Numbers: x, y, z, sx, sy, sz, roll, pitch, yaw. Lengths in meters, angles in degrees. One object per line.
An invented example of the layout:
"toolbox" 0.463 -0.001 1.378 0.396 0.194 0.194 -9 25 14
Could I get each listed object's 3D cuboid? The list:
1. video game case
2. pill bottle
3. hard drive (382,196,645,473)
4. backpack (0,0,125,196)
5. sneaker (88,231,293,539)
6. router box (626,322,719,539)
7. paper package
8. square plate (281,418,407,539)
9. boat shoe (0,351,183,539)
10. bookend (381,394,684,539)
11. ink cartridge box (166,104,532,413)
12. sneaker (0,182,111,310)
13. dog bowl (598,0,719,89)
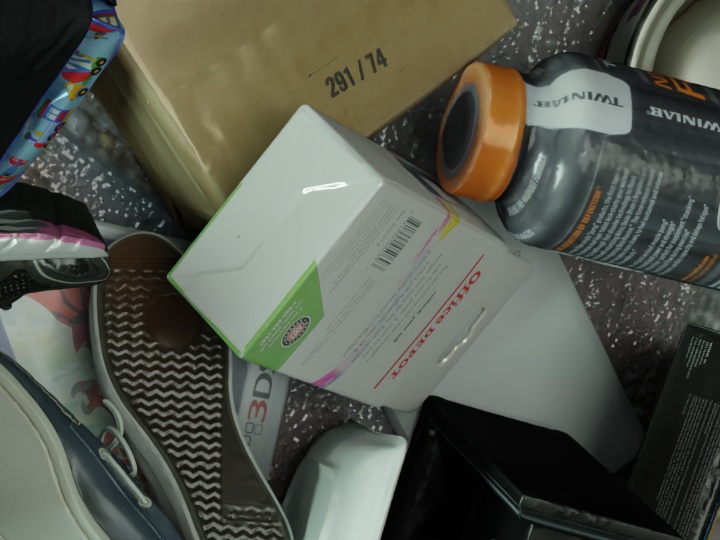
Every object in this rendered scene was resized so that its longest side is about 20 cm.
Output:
"video game case" -0.135 0.068 1.376 0.199 0.023 0.183 13 89 -24
"pill bottle" 0.143 -0.054 1.367 0.199 0.106 0.107 13 90 -18
"hard drive" 0.070 0.049 1.463 0.132 0.027 0.201 -32 106 -18
"backpack" -0.233 -0.141 1.236 0.134 0.183 0.200 -13 59 -49
"sneaker" -0.098 0.082 1.352 0.072 0.085 0.201 -16 80 -18
"router box" 0.175 0.136 1.452 0.051 0.149 0.201 20 87 11
"paper package" -0.053 -0.147 1.349 0.200 0.103 0.191 -39 110 -17
"square plate" -0.033 0.174 1.341 0.028 0.198 0.201 19 87 -8
"boat shoe" -0.139 0.117 1.295 0.200 0.075 0.062 49 35 10
"bookend" 0.068 0.193 1.362 0.092 0.199 0.201 16 98 -15
"ink cartridge box" 0.000 0.000 1.343 0.117 0.067 0.200 -50 152 7
"sneaker" -0.224 0.009 1.301 0.199 0.080 0.087 -3 113 -1
"dog bowl" 0.222 -0.097 1.492 0.199 0.074 0.201 -3 97 -24
